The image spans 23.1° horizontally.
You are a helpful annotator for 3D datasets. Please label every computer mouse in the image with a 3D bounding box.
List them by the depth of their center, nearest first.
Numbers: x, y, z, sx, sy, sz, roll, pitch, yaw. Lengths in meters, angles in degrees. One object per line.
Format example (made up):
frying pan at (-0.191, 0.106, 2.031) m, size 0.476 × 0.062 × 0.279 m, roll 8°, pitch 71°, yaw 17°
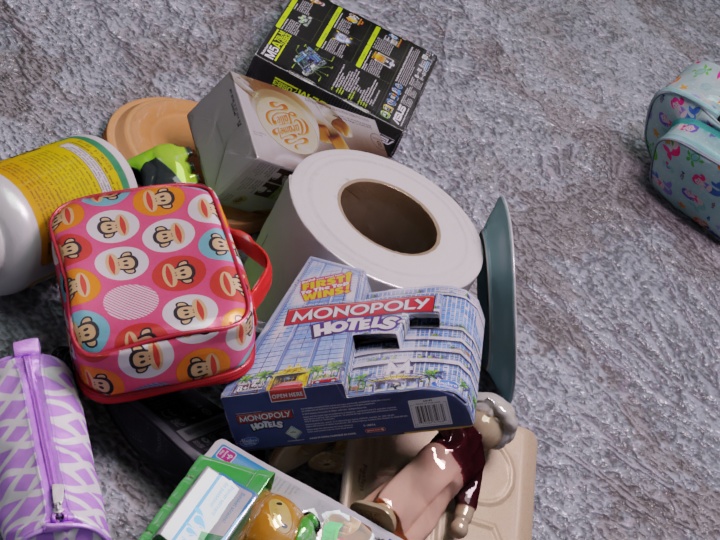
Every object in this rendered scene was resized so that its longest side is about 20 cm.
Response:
computer mouse at (-0.161, 0.129, 1.480) m, size 0.200 × 0.053 × 0.138 m, roll 38°, pitch 26°, yaw 26°

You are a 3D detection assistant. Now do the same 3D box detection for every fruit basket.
fruit basket at (-0.069, 0.232, 1.329) m, size 0.199 × 0.094 × 0.185 m, roll 25°, pitch 51°, yaw 15°

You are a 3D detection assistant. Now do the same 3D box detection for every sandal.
sandal at (0.006, 0.146, 1.549) m, size 0.070 × 0.078 × 0.211 m, roll 38°, pitch 29°, yaw 18°

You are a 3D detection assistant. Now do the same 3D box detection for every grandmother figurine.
grandmother figurine at (0.067, 0.162, 1.464) m, size 0.060 × 0.122 × 0.200 m, roll 9°, pitch 32°, yaw 35°

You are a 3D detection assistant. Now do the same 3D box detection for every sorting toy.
sorting toy at (0.064, 0.200, 1.502) m, size 0.199 × 0.036 × 0.186 m, roll 22°, pitch 57°, yaw -24°

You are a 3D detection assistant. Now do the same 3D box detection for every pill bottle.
pill bottle at (-0.297, -0.044, 1.547) m, size 0.113 × 0.113 × 0.200 m, roll 40°, pitch 37°, yaw 17°

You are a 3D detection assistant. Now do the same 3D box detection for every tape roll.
tape roll at (0.000, 0.000, 1.677) m, size 0.202 × 0.139 × 0.203 m, roll 19°, pitch 35°, yaw -15°

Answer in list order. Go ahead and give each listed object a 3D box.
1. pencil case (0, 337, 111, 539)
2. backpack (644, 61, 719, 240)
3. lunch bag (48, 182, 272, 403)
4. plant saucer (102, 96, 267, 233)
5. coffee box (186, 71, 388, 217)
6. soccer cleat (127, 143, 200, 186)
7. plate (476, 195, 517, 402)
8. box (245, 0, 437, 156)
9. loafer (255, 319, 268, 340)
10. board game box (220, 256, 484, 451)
pencil case at (-0.245, 0.152, 1.355) m, size 0.084 × 0.086 × 0.200 m, roll -14°, pitch 44°, yaw -10°
backpack at (0.435, -0.148, 2.139) m, size 0.150 × 0.178 × 0.200 m, roll -35°, pitch 64°, yaw -20°
lunch bag at (-0.161, 0.010, 1.455) m, size 0.175 × 0.082 × 0.200 m, roll -11°, pitch 43°, yaw -8°
plant saucer at (-0.165, -0.114, 1.802) m, size 0.199 × 0.032 × 0.201 m, roll 18°, pitch 35°, yaw -14°
coffee box at (-0.065, -0.112, 1.775) m, size 0.199 × 0.080 × 0.115 m, roll 15°, pitch 46°, yaw -41°
soccer cleat at (-0.174, -0.032, 1.671) m, size 0.081 × 0.068 × 0.201 m, roll -19°, pitch 60°, yaw -8°
plate at (0.130, 0.029, 1.699) m, size 0.025 × 0.201 × 0.201 m, roll -2°, pitch 38°, yaw 0°
box at (-0.019, -0.236, 2.050) m, size 0.192 × 0.048 × 0.200 m, roll 25°, pitch 35°, yaw -2°
loafer at (-0.097, 0.073, 1.564) m, size 0.200 × 0.072 × 0.063 m, roll 30°, pitch -3°, yaw -26°
board game box at (0.000, 0.058, 1.479) m, size 0.199 × 0.062 × 0.200 m, roll -8°, pitch 32°, yaw 12°
